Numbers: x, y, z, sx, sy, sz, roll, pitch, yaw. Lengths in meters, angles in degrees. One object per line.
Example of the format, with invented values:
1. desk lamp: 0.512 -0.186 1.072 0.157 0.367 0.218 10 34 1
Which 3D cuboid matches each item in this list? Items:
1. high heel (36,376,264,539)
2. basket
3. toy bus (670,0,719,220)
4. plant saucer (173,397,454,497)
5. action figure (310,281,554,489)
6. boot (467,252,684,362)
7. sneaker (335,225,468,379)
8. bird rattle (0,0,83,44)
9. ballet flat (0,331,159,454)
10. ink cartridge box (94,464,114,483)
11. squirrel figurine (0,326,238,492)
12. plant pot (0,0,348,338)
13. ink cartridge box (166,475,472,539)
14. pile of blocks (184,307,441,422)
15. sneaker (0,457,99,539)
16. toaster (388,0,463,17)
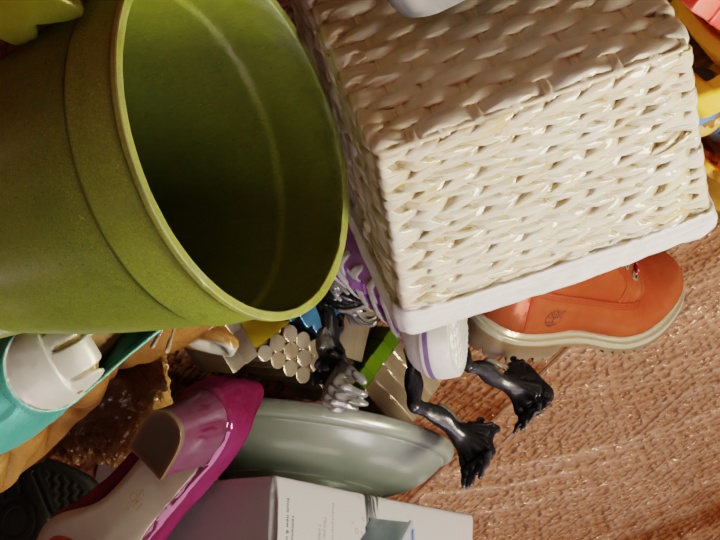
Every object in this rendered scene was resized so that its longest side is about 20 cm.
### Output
1. high heel: -0.129 0.146 1.663 0.096 0.067 0.200 -18 154 -53
2. basket: 0.073 -0.104 1.517 0.200 0.198 0.161 -20 141 -4
3. toy bus: 0.235 -0.131 1.607 0.192 0.136 0.200 24 110 -37
4. plant saucer: -0.038 0.128 1.794 0.200 0.050 0.200 6 166 1
5. action figure: 0.028 0.038 1.685 0.200 0.102 0.119 44 107 -11
6. boot: 0.160 -0.003 1.787 0.200 0.075 0.107 -8 133 -45
7. sneaker: 0.000 0.000 1.608 0.114 0.201 0.073 -14 131 2
8. bird rattle: -0.238 -0.185 1.355 0.200 0.113 0.163 -3 130 -6
9. ballet flat: -0.153 0.030 1.528 0.200 0.067 0.070 -43 -164 -23
10. ink cartridge box: -0.143 0.200 1.859 0.067 0.117 0.200 -7 142 -20
11. squirrel figurine: -0.172 0.048 1.660 0.186 0.142 0.200 -29 160 -9
12. plant pot: -0.142 -0.048 1.434 0.193 0.201 0.200 -17 151 30
13. ink cartridge box: -0.043 0.188 1.733 0.146 0.086 0.200 -7 166 39
14. pile of blocks: -0.038 0.047 1.782 0.200 0.082 0.062 22 169 -34
15. sneaker: -0.230 0.173 1.785 0.199 0.076 0.114 -16 159 30
16. toaster: 0.052 -0.247 1.382 0.200 0.119 0.181 -27 145 5
